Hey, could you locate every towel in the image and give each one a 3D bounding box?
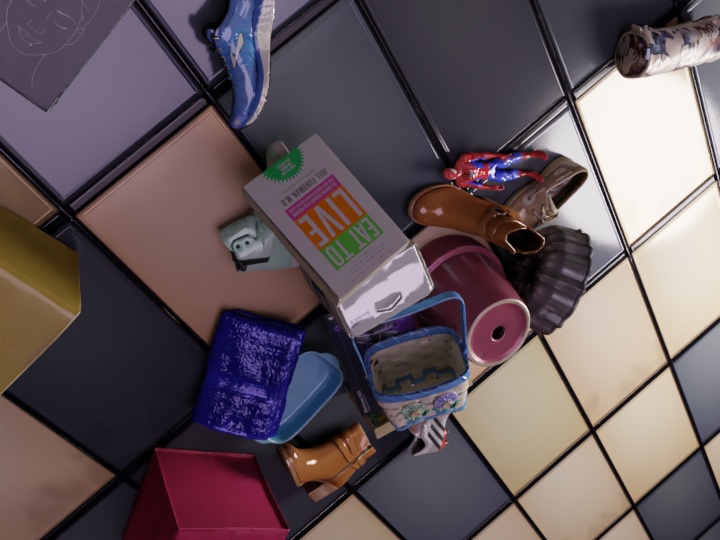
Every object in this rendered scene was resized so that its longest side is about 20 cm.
[{"bbox_3d":[-0.178,0.172,1.153,0.146,0.050,0.202,14,102,-17],"label":"towel"}]

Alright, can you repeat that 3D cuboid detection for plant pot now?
[{"bbox_3d":[-0.481,0.019,0.861,0.195,0.194,0.200,-43,122,0],"label":"plant pot"},{"bbox_3d":[0.189,0.063,1.235,0.198,0.179,0.202,-12,120,-21],"label":"plant pot"}]

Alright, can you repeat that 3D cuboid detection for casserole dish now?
[{"bbox_3d":[-0.119,0.212,1.242,0.200,0.039,0.121,-47,127,1],"label":"casserole dish"}]

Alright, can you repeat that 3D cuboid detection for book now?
[{"bbox_3d":[-0.046,-0.071,0.972,0.133,0.200,0.048,-40,172,-17],"label":"book"}]

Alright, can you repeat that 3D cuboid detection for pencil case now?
[{"bbox_3d":[0.540,-0.389,1.236,0.198,0.078,0.090,-16,142,-19],"label":"pencil case"}]

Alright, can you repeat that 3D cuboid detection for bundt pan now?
[{"bbox_3d":[0.325,0.008,1.279,0.075,0.202,0.204,21,107,-10],"label":"bundt pan"}]

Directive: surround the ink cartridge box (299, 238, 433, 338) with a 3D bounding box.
[{"bbox_3d":[0.000,0.000,1.084,0.144,0.200,0.088,-30,118,-8],"label":"ink cartridge box"}]

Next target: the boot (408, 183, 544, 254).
[{"bbox_3d":[0.190,-0.075,1.175,0.198,0.155,0.077,9,112,-31],"label":"boot"}]

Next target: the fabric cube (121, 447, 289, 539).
[{"bbox_3d":[-0.263,0.441,1.193,0.198,0.196,0.201,14,107,-32],"label":"fabric cube"}]

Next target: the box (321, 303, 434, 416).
[{"bbox_3d":[0.031,0.124,1.204,0.140,0.079,0.202,-19,111,3],"label":"box"}]

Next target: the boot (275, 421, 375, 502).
[{"bbox_3d":[-0.061,0.331,1.315,0.154,0.074,0.201,-37,141,-7],"label":"boot"}]

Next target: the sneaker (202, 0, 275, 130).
[{"bbox_3d":[-0.164,-0.287,0.935,0.088,0.079,0.203,-1,108,-19],"label":"sneaker"}]

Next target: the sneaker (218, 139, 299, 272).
[{"bbox_3d":[-0.148,-0.084,1.043,0.117,0.074,0.203,-13,121,-22],"label":"sneaker"}]

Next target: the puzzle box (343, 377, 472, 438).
[{"bbox_3d":[0.084,0.205,1.285,0.198,0.133,0.026,-27,127,-13],"label":"puzzle box"}]

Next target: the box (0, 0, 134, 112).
[{"bbox_3d":[-0.366,-0.320,0.772,0.197,0.124,0.200,-48,126,5],"label":"box"}]

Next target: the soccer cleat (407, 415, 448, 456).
[{"bbox_3d":[0.132,0.280,1.394,0.084,0.069,0.202,-15,127,-24],"label":"soccer cleat"}]

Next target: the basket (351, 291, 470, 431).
[{"bbox_3d":[0.088,0.136,1.100,0.174,0.140,0.202,-18,120,-1],"label":"basket"}]

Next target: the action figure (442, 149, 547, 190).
[{"bbox_3d":[0.226,-0.171,1.212,0.198,0.052,0.066,-7,123,-22],"label":"action figure"}]

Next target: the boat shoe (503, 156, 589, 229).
[{"bbox_3d":[0.321,-0.118,1.276,0.200,0.065,0.072,-44,127,0],"label":"boat shoe"}]
